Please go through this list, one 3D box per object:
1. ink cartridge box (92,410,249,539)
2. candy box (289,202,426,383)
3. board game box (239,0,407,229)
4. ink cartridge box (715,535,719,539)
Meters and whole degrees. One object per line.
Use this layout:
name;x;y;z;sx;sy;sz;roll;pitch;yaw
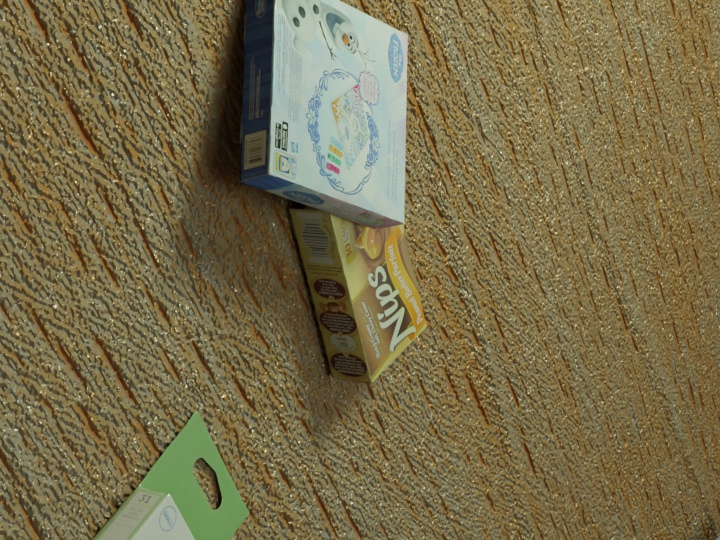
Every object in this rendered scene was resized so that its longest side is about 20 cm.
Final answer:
ink cartridge box;-0.163;0.248;1.495;0.200;0.048;0.146;-50;134;-35
candy box;0.000;0.000;1.683;0.115;0.055;0.200;-42;129;-45
board game box;-0.031;-0.158;1.568;0.199;0.043;0.200;18;69;-48
ink cartridge box;0.537;0.506;2.573;0.198;0.043;0.200;-21;115;-53
